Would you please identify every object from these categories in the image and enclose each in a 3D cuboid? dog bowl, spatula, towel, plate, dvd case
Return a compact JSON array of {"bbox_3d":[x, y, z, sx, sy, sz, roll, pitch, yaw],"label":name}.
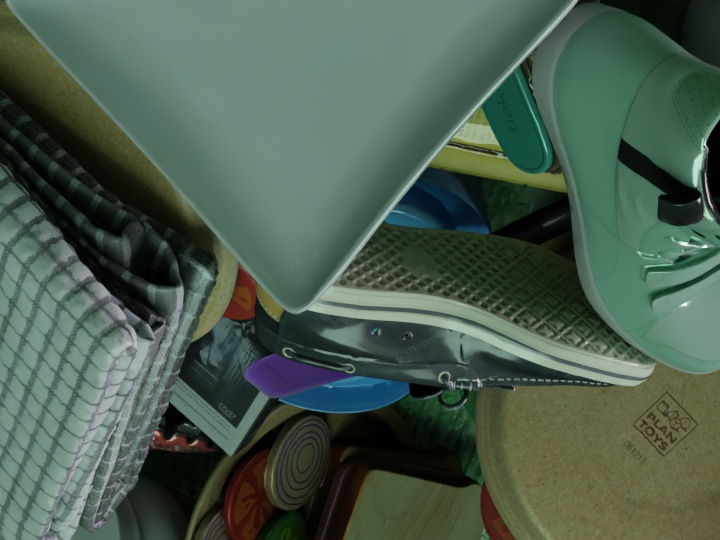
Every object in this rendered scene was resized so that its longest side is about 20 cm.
[{"bbox_3d":[0.000,0.000,0.858,0.110,0.050,0.201,18,138,-12],"label":"dog bowl"},{"bbox_3d":[0.032,0.012,0.792,0.199,0.021,0.057,-32,152,6],"label":"spatula"},{"bbox_3d":[-0.163,0.023,0.763,0.165,0.085,0.201,43,134,16],"label":"towel"},{"bbox_3d":[-0.030,-0.119,0.655,0.200,0.032,0.200,47,117,10],"label":"plate"},{"bbox_3d":[-0.083,-0.007,0.831,0.150,0.025,0.200,41,137,7],"label":"dvd case"}]

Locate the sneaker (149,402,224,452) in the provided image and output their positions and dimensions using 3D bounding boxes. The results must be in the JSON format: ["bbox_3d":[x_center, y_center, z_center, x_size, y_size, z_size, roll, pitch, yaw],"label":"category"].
[{"bbox_3d":[-0.161,0.073,0.948,0.198,0.071,0.098,14,145,-13],"label":"sneaker"}]

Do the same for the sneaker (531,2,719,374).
[{"bbox_3d":[0.143,-0.008,0.657,0.074,0.118,0.201,-38,129,-9],"label":"sneaker"}]

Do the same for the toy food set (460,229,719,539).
[{"bbox_3d":[0.149,0.075,0.805,0.199,0.049,0.199,30,94,3],"label":"toy food set"}]

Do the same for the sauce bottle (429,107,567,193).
[{"bbox_3d":[0.034,-0.082,0.752,0.198,0.066,0.066,12,138,-5],"label":"sauce bottle"}]

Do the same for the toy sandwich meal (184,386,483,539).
[{"bbox_3d":[-0.015,0.165,0.953,0.070,0.206,0.206,22,156,45],"label":"toy sandwich meal"}]

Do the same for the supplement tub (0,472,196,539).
[{"bbox_3d":[-0.141,0.208,1.006,0.143,0.146,0.200,-17,150,24],"label":"supplement tub"}]

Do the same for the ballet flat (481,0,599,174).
[{"bbox_3d":[0.059,-0.139,0.681,0.070,0.065,0.201,15,135,57],"label":"ballet flat"}]

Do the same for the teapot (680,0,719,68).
[{"bbox_3d":[0.230,-0.063,0.684,0.199,0.147,0.197,29,134,-24],"label":"teapot"}]

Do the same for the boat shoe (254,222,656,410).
[{"bbox_3d":[0.042,0.024,0.741,0.198,0.075,0.063,10,130,-16],"label":"boat shoe"}]

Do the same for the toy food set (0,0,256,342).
[{"bbox_3d":[-0.131,-0.044,0.785,0.197,0.049,0.202,23,132,26],"label":"toy food set"}]
